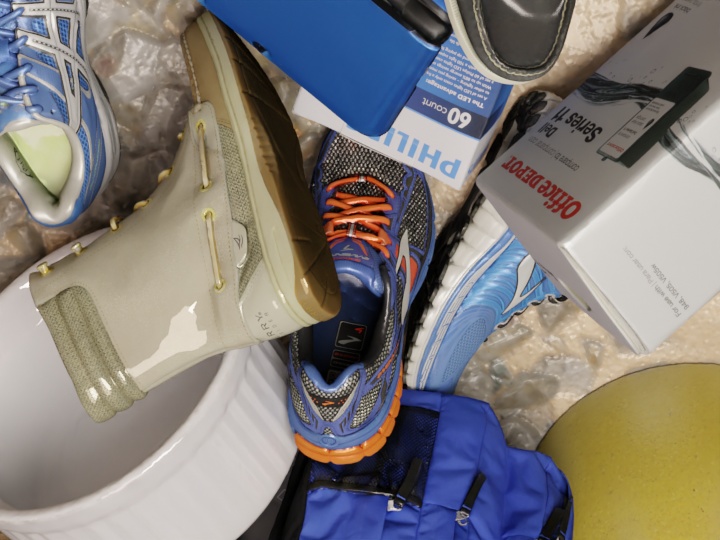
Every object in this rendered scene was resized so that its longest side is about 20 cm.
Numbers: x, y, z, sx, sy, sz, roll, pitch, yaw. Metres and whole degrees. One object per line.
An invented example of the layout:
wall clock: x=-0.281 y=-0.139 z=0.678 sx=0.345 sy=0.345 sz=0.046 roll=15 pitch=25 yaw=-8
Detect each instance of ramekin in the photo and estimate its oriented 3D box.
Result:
ramekin: x=-0.128 y=0.079 z=1.563 sx=0.200 sy=0.201 sz=0.098 roll=-25 pitch=133 yaw=16

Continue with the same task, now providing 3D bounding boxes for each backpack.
backpack: x=0.026 y=0.178 z=1.546 sx=0.167 sy=0.200 sz=0.163 roll=6 pitch=130 yaw=12

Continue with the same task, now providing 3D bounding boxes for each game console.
game console: x=-0.016 y=-0.196 z=1.450 sx=0.200 sy=0.118 sz=0.171 roll=40 pitch=89 yaw=2

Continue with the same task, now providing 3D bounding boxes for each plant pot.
plant pot: x=0.193 y=0.176 z=1.633 sx=0.200 sy=0.142 sz=0.200 roll=1 pitch=120 yaw=2

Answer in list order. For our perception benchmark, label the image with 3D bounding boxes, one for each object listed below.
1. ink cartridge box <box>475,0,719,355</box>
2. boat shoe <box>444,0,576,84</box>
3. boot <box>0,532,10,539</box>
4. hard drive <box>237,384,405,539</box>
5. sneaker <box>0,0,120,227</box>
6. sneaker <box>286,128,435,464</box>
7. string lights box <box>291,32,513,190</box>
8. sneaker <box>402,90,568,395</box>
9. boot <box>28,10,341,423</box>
ink cartridge box: x=0.172 y=-0.066 z=1.460 sx=0.200 sy=0.147 sz=0.083 roll=-42 pitch=112 yaw=-2
boat shoe: x=0.077 y=-0.187 z=1.353 sx=0.072 sy=0.068 sz=0.200 roll=1 pitch=99 yaw=-13
boot: x=-0.234 y=0.235 z=1.713 sx=0.072 sy=0.200 sz=0.166 roll=4 pitch=160 yaw=-33
hard drive: x=-0.029 y=0.138 z=1.684 sx=0.139 sy=0.033 sz=0.200 roll=35 pitch=115 yaw=-16
sneaker: x=-0.178 y=-0.115 z=1.522 sx=0.076 sy=0.077 sz=0.200 roll=-15 pitch=116 yaw=13
sneaker: x=0.000 y=0.000 z=1.525 sx=0.075 sy=0.200 sz=0.078 roll=1 pitch=156 yaw=5
string lights box: x=0.047 y=-0.154 z=1.487 sx=0.103 sy=0.059 sz=0.200 roll=26 pitch=119 yaw=6
sneaker: x=0.087 y=0.002 z=1.577 sx=0.089 sy=0.079 sz=0.200 roll=26 pitch=117 yaw=-9
boot: x=-0.105 y=-0.031 z=1.503 sx=0.154 sy=0.200 sz=0.072 roll=-27 pitch=147 yaw=15
